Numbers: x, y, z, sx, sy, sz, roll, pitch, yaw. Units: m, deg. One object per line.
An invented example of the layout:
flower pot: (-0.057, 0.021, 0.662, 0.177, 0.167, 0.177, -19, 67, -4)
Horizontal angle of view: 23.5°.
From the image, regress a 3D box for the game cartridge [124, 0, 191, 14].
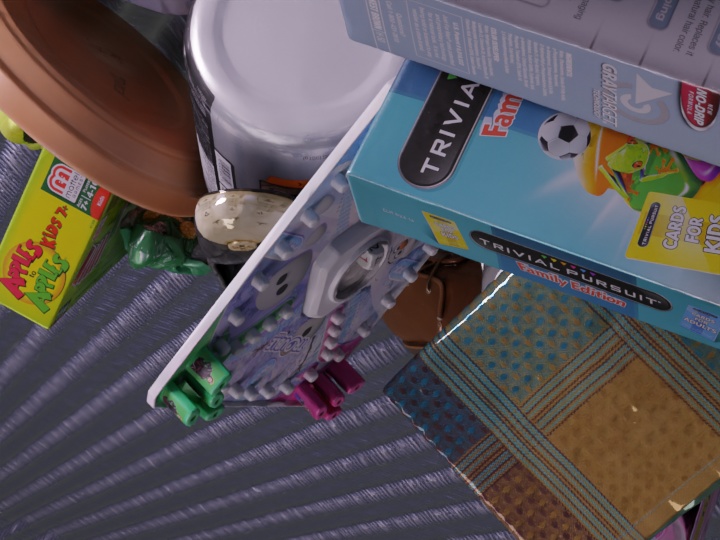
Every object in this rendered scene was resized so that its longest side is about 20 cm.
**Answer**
game cartridge: (-0.183, -0.210, 0.933, 0.198, 0.041, 0.133, 20, 156, 19)

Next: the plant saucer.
plant saucer: (-0.154, -0.112, 0.997, 0.200, 0.032, 0.201, 38, -161, -16)

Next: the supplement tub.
supplement tub: (-0.028, -0.082, 0.922, 0.122, 0.123, 0.200, 24, 161, 8)

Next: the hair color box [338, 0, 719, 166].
hair color box: (0.099, -0.117, 0.699, 0.198, 0.100, 0.061, 21, 160, 17)

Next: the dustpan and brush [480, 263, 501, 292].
dustpan and brush: (0.097, -0.009, 1.024, 0.199, 0.057, 0.140, 28, 130, -1)

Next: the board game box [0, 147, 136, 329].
board game box: (-0.160, -0.047, 1.064, 0.047, 0.102, 0.200, 28, -162, 0)

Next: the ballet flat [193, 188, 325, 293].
ballet flat: (-0.046, 0.008, 0.907, 0.066, 0.057, 0.200, 3, 159, 8)

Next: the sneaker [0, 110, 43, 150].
sneaker: (-0.201, -0.125, 1.111, 0.200, 0.074, 0.084, -166, 53, -86)

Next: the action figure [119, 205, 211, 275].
action figure: (-0.093, -0.034, 1.072, 0.117, 0.055, 0.200, 18, -160, 14)

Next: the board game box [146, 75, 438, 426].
board game box: (0.000, 0.000, 0.895, 0.026, 0.200, 0.200, 42, -169, 18)

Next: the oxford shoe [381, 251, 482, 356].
oxford shoe: (0.059, 0.016, 1.144, 0.071, 0.072, 0.200, 41, 157, -15)

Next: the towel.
towel: (0.126, 0.045, 0.823, 0.147, 0.200, 0.022, 47, -160, 3)

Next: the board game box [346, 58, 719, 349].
board game box: (0.115, -0.062, 0.739, 0.198, 0.152, 0.047, 20, 159, 19)

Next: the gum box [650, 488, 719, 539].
gum box: (0.167, 0.057, 0.887, 0.066, 0.202, 0.113, 19, -167, 16)
